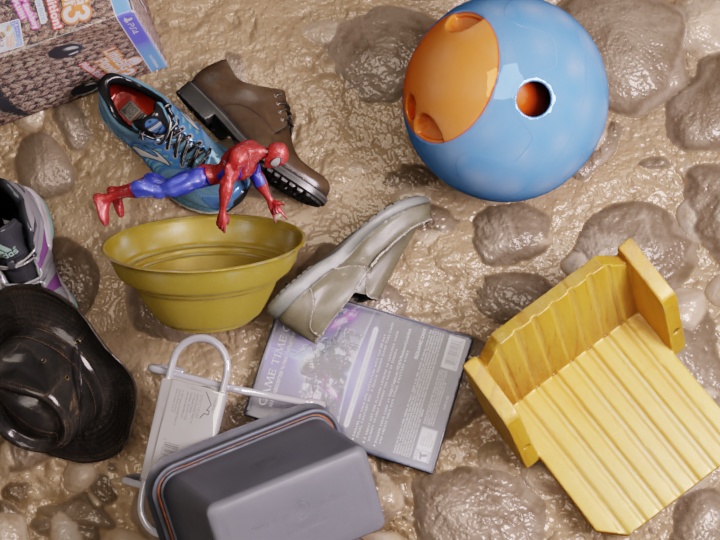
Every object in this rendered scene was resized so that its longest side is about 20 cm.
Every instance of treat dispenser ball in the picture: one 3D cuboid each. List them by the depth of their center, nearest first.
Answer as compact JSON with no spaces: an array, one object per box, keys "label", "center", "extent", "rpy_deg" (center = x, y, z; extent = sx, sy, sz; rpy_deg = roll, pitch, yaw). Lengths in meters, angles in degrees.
[{"label":"treat dispenser ball","center":[0.140,-0.167,1.316],"extent":[0.200,0.201,0.201],"rpy_deg":[-1,78,4]}]

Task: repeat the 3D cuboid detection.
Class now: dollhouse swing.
[{"label":"dollhouse swing","center":[0.237,0.122,1.272],"extent":[0.200,0.182,0.176],"rpy_deg":[-36,57,-4]}]

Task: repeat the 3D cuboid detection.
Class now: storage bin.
[{"label":"storage bin","center":[-0.077,0.223,1.246],"extent":[0.200,0.134,0.146],"rpy_deg":[-19,100,-20]}]

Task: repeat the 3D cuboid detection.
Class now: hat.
[{"label":"hat","center":[-0.318,0.119,1.309],"extent":[0.200,0.081,0.201],"rpy_deg":[12,120,22]}]

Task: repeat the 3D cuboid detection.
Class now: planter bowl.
[{"label":"planter bowl","center":[-0.152,0.009,1.334],"extent":[0.200,0.200,0.084],"rpy_deg":[1,107,5]}]

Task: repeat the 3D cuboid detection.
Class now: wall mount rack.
[{"label":"wall mount rack","center":[-0.137,0.168,1.325],"extent":[0.173,0.075,0.200],"rpy_deg":[13,88,14]}]

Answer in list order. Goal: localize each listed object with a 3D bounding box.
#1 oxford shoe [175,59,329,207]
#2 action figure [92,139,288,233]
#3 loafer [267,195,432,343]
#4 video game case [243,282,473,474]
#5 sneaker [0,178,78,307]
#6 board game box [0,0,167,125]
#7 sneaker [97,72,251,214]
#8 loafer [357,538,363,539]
[{"label":"oxford shoe","center":[-0.096,-0.147,1.398],"extent":[0.084,0.073,0.200],"rpy_deg":[-44,78,-7]},{"label":"action figure","center":[-0.154,-0.067,1.345],"extent":[0.200,0.065,0.099],"rpy_deg":[-19,102,17]},{"label":"loafer","center":[0.000,0.000,1.358],"extent":[0.200,0.075,0.070],"rpy_deg":[-39,90,-11]},{"label":"video game case","center":[-0.002,0.107,1.363],"extent":[0.200,0.019,0.143],"rpy_deg":[16,80,9]},{"label":"sneaker","center":[-0.345,-0.002,1.351],"extent":[0.078,0.140,0.200],"rpy_deg":[-20,77,0]},{"label":"board game box","center":[-0.320,-0.245,1.392],"extent":[0.200,0.159,0.097],"rpy_deg":[-20,78,1]},{"label":"sneaker","center":[-0.201,-0.131,1.393],"extent":[0.200,0.090,0.078],"rpy_deg":[38,83,9]},{"label":"loafer","center":[-0.068,0.329,1.297],"extent":[0.063,0.072,0.200],"rpy_deg":[34,85,17]}]
